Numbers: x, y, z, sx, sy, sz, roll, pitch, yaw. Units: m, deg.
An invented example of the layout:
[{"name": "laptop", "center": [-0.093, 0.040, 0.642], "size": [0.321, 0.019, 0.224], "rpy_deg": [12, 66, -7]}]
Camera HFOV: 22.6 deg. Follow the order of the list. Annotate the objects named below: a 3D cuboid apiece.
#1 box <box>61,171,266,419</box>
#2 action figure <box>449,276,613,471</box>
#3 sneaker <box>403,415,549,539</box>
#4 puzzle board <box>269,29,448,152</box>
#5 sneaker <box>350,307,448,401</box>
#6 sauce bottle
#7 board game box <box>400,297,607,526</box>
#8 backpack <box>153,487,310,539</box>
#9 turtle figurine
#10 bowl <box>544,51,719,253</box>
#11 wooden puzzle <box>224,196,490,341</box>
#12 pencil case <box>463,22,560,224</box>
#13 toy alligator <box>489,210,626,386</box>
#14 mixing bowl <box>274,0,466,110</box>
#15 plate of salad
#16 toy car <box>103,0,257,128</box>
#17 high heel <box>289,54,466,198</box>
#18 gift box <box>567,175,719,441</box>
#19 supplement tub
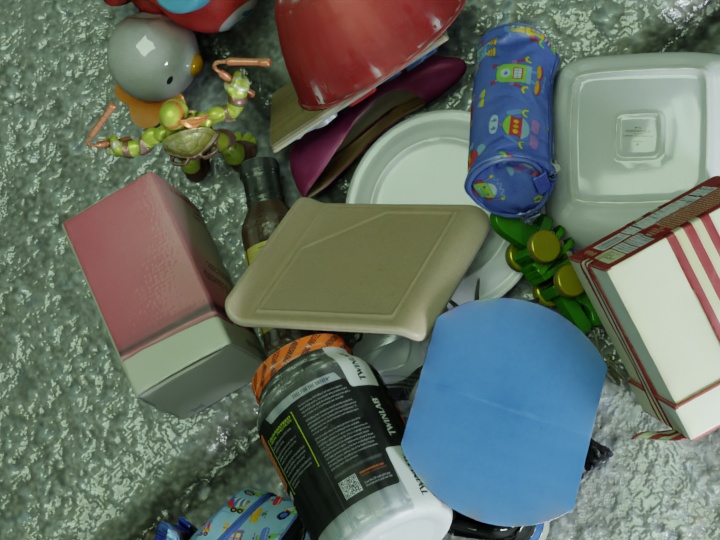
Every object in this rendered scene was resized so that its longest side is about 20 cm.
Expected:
[{"name": "box", "center": [-0.188, 0.026, 1.761], "size": [0.109, 0.128, 0.201], "rpy_deg": [-30, 70, 7]}, {"name": "action figure", "center": [0.138, 0.107, 1.638], "size": [0.119, 0.102, 0.200], "rpy_deg": [-30, 84, -19]}, {"name": "sneaker", "center": [0.076, 0.186, 1.643], "size": [0.200, 0.111, 0.077], "rpy_deg": [34, 88, 23]}, {"name": "puzzle board", "center": [-0.003, -0.195, 1.763], "size": [0.200, 0.151, 0.017], "rpy_deg": [-32, 112, 12]}, {"name": "sneaker", "center": [0.004, 0.074, 1.700], "size": [0.199, 0.075, 0.115], "rpy_deg": [-13, 94, 9]}, {"name": "sauce bottle", "center": [-0.082, -0.014, 1.772], "size": [0.064, 0.065, 0.201], "rpy_deg": [-16, 73, 13]}, {"name": "board game box", "center": [0.121, 0.124, 1.562], "size": [0.157, 0.039, 0.201], "rpy_deg": [18, 70, -4]}, {"name": "backpack", "center": [-0.123, 0.281, 1.643], "size": [0.134, 0.183, 0.200], "rpy_deg": [30, 83, 16]}, {"name": "turtle figurine", "center": [-0.156, -0.136, 1.775], "size": [0.199, 0.161, 0.065], "rpy_deg": [-25, 70, 9]}, {"name": "bowl", "center": [0.266, -0.115, 1.685], "size": [0.199, 0.075, 0.201], "rpy_deg": [0, 76, 16]}, {"name": "wooden puzzle", "center": [0.000, 0.000, 1.659], "size": [0.199, 0.037, 0.185], "rpy_deg": [6, 40, 25]}, {"name": "pencil case", "center": [0.143, -0.140, 1.670], "size": [0.086, 0.078, 0.201], "rpy_deg": [-4, 48, 11]}, {"name": "toy alligator", "center": [0.196, 0.013, 1.669], "size": [0.054, 0.059, 0.200], "rpy_deg": [-40, 94, -22]}, {"name": "mixing bowl", "center": [-0.009, -0.257, 1.732], "size": [0.200, 0.200, 0.109], "rpy_deg": [-36, 111, 6]}, {"name": "plate of salad", "center": [0.082, -0.054, 1.737], "size": [0.199, 0.048, 0.201], "rpy_deg": [-2, 82, 17]}, {"name": "toy car", "center": [-0.191, -0.240, 1.838], "size": [0.176, 0.184, 0.201], "rpy_deg": [14, 109, 20]}, {"name": "high heel", "center": [0.018, -0.141, 1.768], "size": [0.199, 0.067, 0.096], "rpy_deg": [-18, 61, 18]}, {"name": "gift box", "center": [0.289, 0.044, 1.556], "size": [0.199, 0.185, 0.187], "rpy_deg": [-29, 96, 2]}, {"name": "supplement tub", "center": [-0.013, 0.162, 1.583], "size": [0.122, 0.123, 0.200], "rpy_deg": [-33, 61, 7]}]
